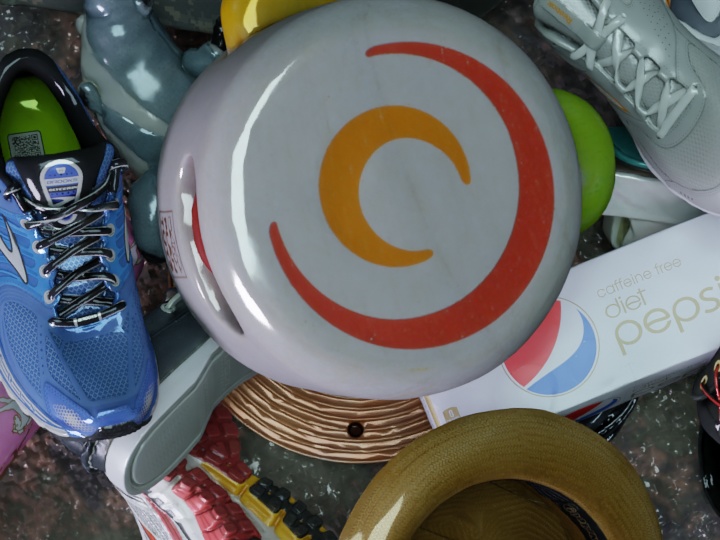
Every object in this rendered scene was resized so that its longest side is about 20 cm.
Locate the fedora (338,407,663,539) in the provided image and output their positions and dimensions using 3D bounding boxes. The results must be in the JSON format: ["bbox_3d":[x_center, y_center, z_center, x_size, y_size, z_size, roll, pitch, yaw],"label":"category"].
[{"bbox_3d":[0.055,0.155,1.428,0.200,0.082,0.201,-6,102,-30],"label":"fedora"}]

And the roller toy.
[{"bbox_3d":[-0.002,-0.034,1.360,0.200,0.140,0.183,32,81,-14],"label":"roller toy"}]

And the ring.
[{"bbox_3d":[0.000,0.000,1.513,0.200,0.019,0.201,0,85,1],"label":"ring"}]

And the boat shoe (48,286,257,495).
[{"bbox_3d":[-0.075,0.027,1.443,0.060,0.076,0.200,32,50,20],"label":"boat shoe"}]

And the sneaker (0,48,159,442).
[{"bbox_3d":[-0.145,-0.014,1.367,0.078,0.089,0.201,-14,69,-15],"label":"sneaker"}]

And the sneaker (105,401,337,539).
[{"bbox_3d":[-0.093,0.121,1.471,0.078,0.082,0.200,-19,61,-43],"label":"sneaker"}]

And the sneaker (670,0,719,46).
[{"bbox_3d":[0.233,-0.158,1.493,0.198,0.079,0.130,-4,93,10],"label":"sneaker"}]

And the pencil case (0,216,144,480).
[{"bbox_3d":[-0.188,0.045,1.428,0.086,0.083,0.200,30,65,3],"label":"pencil case"}]

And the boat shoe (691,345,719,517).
[{"bbox_3d":[0.197,0.067,1.418,0.063,0.202,0.074,-19,62,-6],"label":"boat shoe"}]

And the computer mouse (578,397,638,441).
[{"bbox_3d":[0.078,0.129,1.493,0.059,0.034,0.200,34,86,4],"label":"computer mouse"}]

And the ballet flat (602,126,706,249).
[{"bbox_3d":[0.117,-0.042,1.489,0.199,0.069,0.070,5,85,-17],"label":"ballet flat"}]

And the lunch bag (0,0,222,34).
[{"bbox_3d":[-0.085,-0.223,1.474,0.163,0.118,0.200,9,52,10],"label":"lunch bag"}]

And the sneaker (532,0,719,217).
[{"bbox_3d":[0.129,-0.106,1.427,0.076,0.092,0.200,-50,53,25],"label":"sneaker"}]

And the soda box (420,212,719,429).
[{"bbox_3d":[0.125,0.031,1.466,0.199,0.064,0.068,-22,79,-2],"label":"soda box"}]

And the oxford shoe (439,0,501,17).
[{"bbox_3d":[-0.003,-0.131,1.503,0.200,0.071,0.071,-34,124,-6],"label":"oxford shoe"}]

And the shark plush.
[{"bbox_3d":[-0.089,-0.102,1.425,0.083,0.091,0.201,-19,103,23],"label":"shark plush"}]
